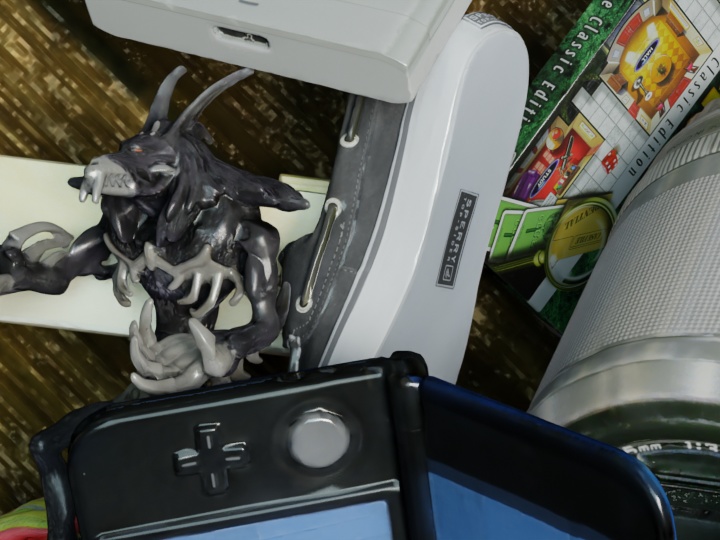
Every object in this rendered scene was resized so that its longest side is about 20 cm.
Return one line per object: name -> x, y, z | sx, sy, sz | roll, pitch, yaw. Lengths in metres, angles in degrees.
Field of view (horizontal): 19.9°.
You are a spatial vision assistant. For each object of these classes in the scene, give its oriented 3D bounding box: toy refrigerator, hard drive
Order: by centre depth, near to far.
hard drive -> 0.001, -0.152, 0.766 | 0.131, 0.026, 0.201 | 15, 56, 23
toy refrigerator -> -0.076, -0.007, 0.806 | 0.198, 0.076, 0.071 | 7, 88, -1

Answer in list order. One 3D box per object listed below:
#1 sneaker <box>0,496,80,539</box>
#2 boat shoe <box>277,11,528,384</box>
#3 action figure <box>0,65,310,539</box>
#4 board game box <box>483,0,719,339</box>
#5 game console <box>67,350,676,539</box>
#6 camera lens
sneaker -> -0.094, 0.114, 0.795 | 0.199, 0.090, 0.079 | -26, 88, -4
boat shoe -> 0.000, 0.000, 0.741 | 0.066, 0.070, 0.202 | 16, 92, 33
action figure -> -0.081, 0.025, 0.709 | 0.118, 0.102, 0.202 | 5, 89, 33
board game box -> 0.117, -0.073, 0.809 | 0.023, 0.105, 0.201 | 35, 87, 40
game console -> 0.008, 0.140, 0.635 | 0.169, 0.118, 0.202 | -10, 110, -4
camera lens -> 0.150, 0.043, 0.730 | 0.159, 0.160, 0.201 | 32, 47, -1
